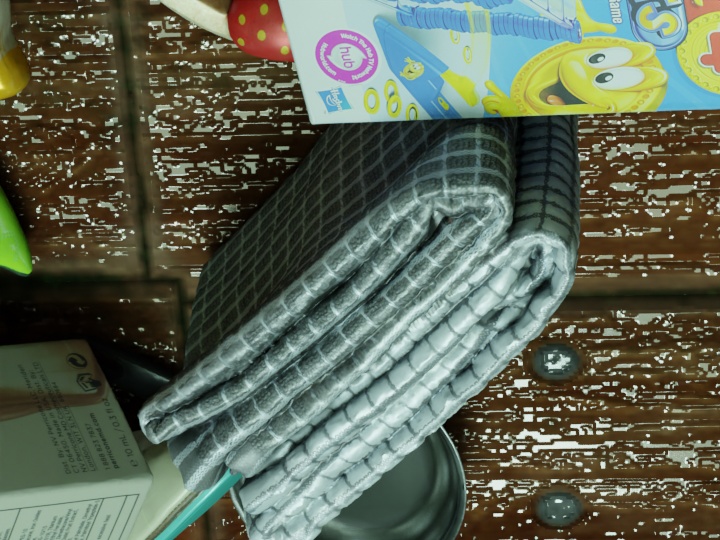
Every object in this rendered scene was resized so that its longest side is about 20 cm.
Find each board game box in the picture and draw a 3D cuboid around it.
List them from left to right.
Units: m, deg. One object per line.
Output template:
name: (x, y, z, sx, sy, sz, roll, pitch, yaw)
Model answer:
board game box: (0.058, -0.152, 1.094, 0.195, 0.056, 0.201, -1, 128, 18)

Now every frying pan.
frying pan: (-0.042, 0.087, 1.355, 0.189, 0.031, 0.115, 8, 119, 13)

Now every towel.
towel: (0.000, 0.000, 1.214, 0.086, 0.166, 0.200, 40, 112, -19)

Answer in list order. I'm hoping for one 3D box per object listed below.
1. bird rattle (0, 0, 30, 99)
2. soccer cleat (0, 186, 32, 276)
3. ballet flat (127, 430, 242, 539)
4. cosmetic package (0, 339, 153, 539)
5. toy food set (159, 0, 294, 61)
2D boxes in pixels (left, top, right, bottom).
bird rattle: (-0.216, -0.119, 1.171, 0.199, 0.113, 0.164, -19, 105, 11)
soccer cleat: (-0.231, 0.028, 1.273, 0.200, 0.068, 0.081, -37, 114, -7)
ballet flat: (-0.112, 0.116, 1.350, 0.069, 0.070, 0.200, 26, 132, -13)
cosmetic package: (-0.203, 0.099, 1.259, 0.199, 0.087, 0.104, -4, 139, -34)
toy food set: (-0.019, -0.171, 1.177, 0.197, 0.049, 0.200, -21, 119, 16)
